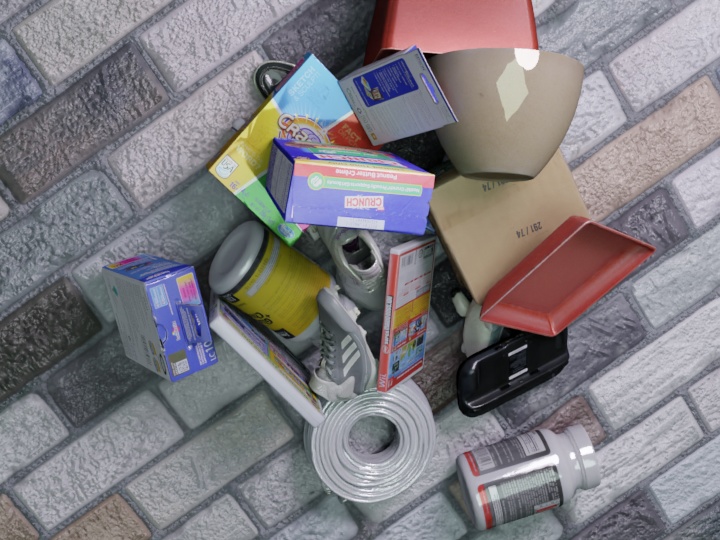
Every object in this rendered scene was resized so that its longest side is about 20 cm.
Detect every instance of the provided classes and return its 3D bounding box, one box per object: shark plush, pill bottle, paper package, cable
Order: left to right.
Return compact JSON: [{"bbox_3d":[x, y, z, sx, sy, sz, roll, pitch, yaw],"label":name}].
[{"bbox_3d":[-0.103,0.028,1.357,0.199,0.112,0.113,36,97,-27],"label":"pill bottle"},{"bbox_3d":[0.014,0.241,1.454,0.197,0.069,0.203,-23,105,-1],"label":"cable"},{"bbox_3d":[0.200,0.105,1.450,0.082,0.090,0.204,-15,102,-35],"label":"shark plush"},{"bbox_3d":[0.200,-0.083,1.359,0.198,0.104,0.193,-28,105,1],"label":"paper package"},{"bbox_3d":[0.251,0.306,1.477,0.196,0.116,0.118,-16,105,-3],"label":"pill bottle"}]

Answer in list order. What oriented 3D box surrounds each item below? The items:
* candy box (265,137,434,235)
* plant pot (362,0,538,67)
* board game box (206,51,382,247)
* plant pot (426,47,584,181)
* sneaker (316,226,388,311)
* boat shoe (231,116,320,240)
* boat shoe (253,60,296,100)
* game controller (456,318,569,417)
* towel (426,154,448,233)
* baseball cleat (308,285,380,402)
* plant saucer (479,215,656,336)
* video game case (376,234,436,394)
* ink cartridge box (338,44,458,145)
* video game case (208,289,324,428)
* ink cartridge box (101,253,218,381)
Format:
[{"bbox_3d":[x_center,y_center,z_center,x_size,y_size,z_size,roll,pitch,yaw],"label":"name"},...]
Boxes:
[{"bbox_3d":[-0.020,-0.104,1.189,0.166,0.200,0.078,5,104,-14],"label":"candy box"},{"bbox_3d":[0.114,-0.342,1.270,0.196,0.200,0.180,4,89,-8],"label":"plant pot"},{"bbox_3d":[-0.081,-0.157,1.289,0.153,0.040,0.200,42,93,-19],"label":"board game box"},{"bbox_3d":[0.173,-0.182,1.214,0.196,0.200,0.137,3,88,-8],"label":"plant pot"},{"bbox_3d":[0.000,0.000,1.360,0.074,0.100,0.201,-33,131,-1],"label":"sneaker"},{"bbox_3d":[-0.113,-0.120,1.352,0.070,0.071,0.200,-45,111,1],"label":"boat shoe"},{"bbox_3d":[-0.058,-0.214,1.335,0.199,0.066,0.075,40,95,-15],"label":"boat shoe"},{"bbox_3d":[0.224,0.139,1.438,0.198,0.042,0.106,-23,119,-22],"label":"game controller"},{"bbox_3d":[0.181,-0.128,1.410,0.145,0.024,0.203,23,100,-11],"label":"towel"},{"bbox_3d":[-0.033,0.112,1.323,0.106,0.070,0.201,-36,132,-9],"label":"baseball cleat"},{"bbox_3d":[0.273,0.005,1.320,0.198,0.037,0.200,13,129,-47],"label":"plant saucer"},{"bbox_3d":[0.066,0.058,1.386,0.017,0.143,0.204,10,104,23],"label":"video game case"},{"bbox_3d":[0.050,-0.210,1.183,0.037,0.199,0.096,-36,105,-22],"label":"ink cartridge box"},{"bbox_3d":[-0.131,0.111,1.345,0.022,0.182,0.200,-43,105,3],"label":"video game case"},{"bbox_3d":[-0.261,0.061,1.302,0.075,0.199,0.139,-21,108,-28],"label":"ink cartridge box"}]
